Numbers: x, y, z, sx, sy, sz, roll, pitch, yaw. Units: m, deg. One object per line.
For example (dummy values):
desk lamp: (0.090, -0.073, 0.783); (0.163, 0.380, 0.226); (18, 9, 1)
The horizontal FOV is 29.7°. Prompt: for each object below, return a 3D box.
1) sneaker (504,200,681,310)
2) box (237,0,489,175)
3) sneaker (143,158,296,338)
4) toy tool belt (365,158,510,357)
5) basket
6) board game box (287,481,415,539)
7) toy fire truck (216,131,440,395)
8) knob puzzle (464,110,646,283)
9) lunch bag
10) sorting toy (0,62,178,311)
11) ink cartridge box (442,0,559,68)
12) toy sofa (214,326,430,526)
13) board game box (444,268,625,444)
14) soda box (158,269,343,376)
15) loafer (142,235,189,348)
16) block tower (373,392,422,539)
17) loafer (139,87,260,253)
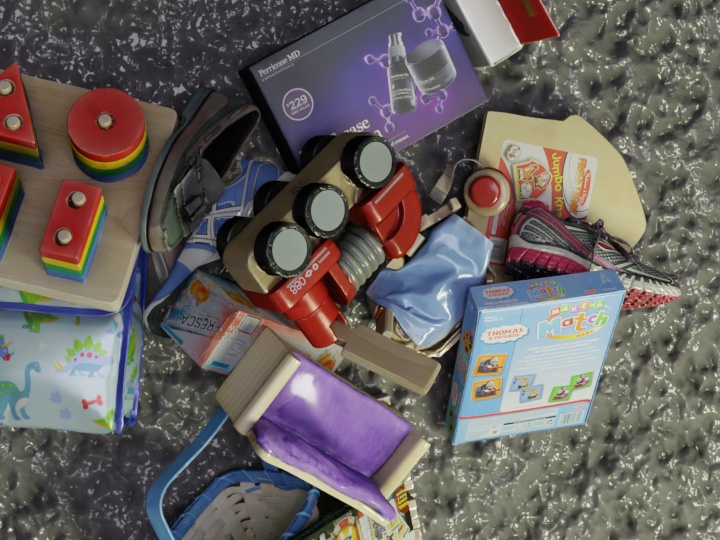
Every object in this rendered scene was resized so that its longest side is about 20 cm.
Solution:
sneaker: (0.240, -0.011, 1.362); (0.198, 0.080, 0.076); (18, 71, -23)
box: (0.003, -0.179, 1.316); (0.198, 0.079, 0.142); (-30, 99, -9)
sneaker: (-0.133, -0.020, 1.264); (0.077, 0.076, 0.200); (34, 72, 26)
toy tool belt: (0.078, -0.010, 1.303); (0.124, 0.123, 0.201); (35, 98, 5)
basket: (-0.121, 0.240, 1.271); (0.176, 0.137, 0.202); (-46, 131, -49)
board game box: (-0.015, 0.278, 1.270); (0.199, 0.023, 0.106); (-24, 108, -48)
toy fire truck: (0.000, 0.000, 1.210); (0.176, 0.128, 0.201); (-46, 118, -22)
knob puzzle: (0.200, -0.060, 1.398); (0.216, 0.030, 0.223); (-2, 98, -15)
lunch bag: (-0.283, 0.041, 1.237); (0.167, 0.127, 0.203); (6, 88, -2)
sorting toy: (-0.282, -0.088, 1.191); (0.197, 0.070, 0.201); (12, 65, 3)
ink cartridge box: (0.092, -0.289, 1.275); (0.044, 0.176, 0.201); (-32, 102, -8)
toy sofa: (-0.026, 0.142, 1.216); (0.199, 0.098, 0.083); (36, 95, -39)
board game box: (0.169, 0.088, 1.343); (0.149, 0.037, 0.202); (-7, 137, -13)
soda box: (-0.094, 0.062, 1.257); (0.064, 0.068, 0.199); (-54, 149, 7)
loafer: (-0.186, -0.030, 1.297); (0.062, 0.071, 0.203); (-21, 106, -39)
block tower: (0.025, 0.232, 1.372); (0.053, 0.058, 0.203); (-13, 97, -13)
loafer: (-0.144, -0.094, 1.230); (0.062, 0.202, 0.072); (8, 137, 9)
